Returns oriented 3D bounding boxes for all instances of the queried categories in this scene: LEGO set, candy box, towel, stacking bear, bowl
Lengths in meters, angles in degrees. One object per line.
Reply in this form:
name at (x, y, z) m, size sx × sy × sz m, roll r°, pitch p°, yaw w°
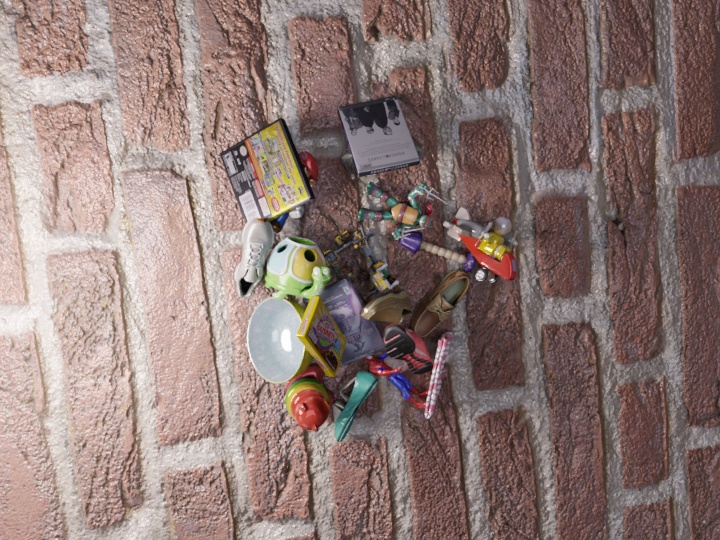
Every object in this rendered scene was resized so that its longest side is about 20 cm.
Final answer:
LEGO set at (0.000, 0.000, 1.406) m, size 0.153 × 0.116 × 0.201 m, roll -26°, pitch 98°, yaw -5°
candy box at (-0.085, 0.154, 1.332) m, size 0.026 × 0.200 × 0.103 m, roll 3°, pitch 56°, yaw 22°
towel at (0.194, 0.256, 1.443) m, size 0.030 × 0.146 × 0.201 m, roll 12°, pitch 94°, yaw 12°
stacking bear at (-0.120, 0.312, 1.375) m, size 0.113 × 0.200 × 0.122 m, roll -22°, pitch 98°, yaw -6°
bowl at (-0.167, 0.163, 1.391) m, size 0.107 × 0.200 × 0.201 m, roll 4°, pitch 96°, yaw -51°

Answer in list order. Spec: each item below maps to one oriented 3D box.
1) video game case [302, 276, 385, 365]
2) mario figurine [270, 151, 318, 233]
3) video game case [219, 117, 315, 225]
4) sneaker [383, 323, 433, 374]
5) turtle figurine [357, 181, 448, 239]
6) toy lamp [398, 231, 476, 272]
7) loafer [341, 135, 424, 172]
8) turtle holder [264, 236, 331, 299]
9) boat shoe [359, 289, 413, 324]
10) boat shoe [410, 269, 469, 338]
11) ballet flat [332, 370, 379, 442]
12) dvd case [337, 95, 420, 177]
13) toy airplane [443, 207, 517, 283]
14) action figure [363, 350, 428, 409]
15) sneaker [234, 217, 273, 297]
video game case at (-0.037, 0.127, 1.421) m, size 0.143 × 0.019 × 0.200 m, roll -25°, pitch 101°, yaw 31°
mario figurine at (-0.177, -0.193, 1.369) m, size 0.123 × 0.106 × 0.200 m, roll 32°, pitch 93°, yaw -20°
video game case at (-0.217, -0.219, 1.344) m, size 0.180 × 0.025 × 0.201 m, roll -24°, pitch 83°, yaw 21°
sneaker at (0.108, 0.177, 1.423) m, size 0.074 × 0.087 × 0.200 m, roll -26°, pitch 134°, yaw 16°
turtle figurine at (0.102, -0.140, 1.419) m, size 0.199 × 0.101 × 0.150 m, roll 17°, pitch 76°, yaw 6°
toy lamp at (0.192, -0.052, 1.461) m, size 0.199 × 0.058 × 0.058 m, roll 17°, pitch 93°, yaw -11°
loafer at (0.052, -0.287, 1.421) m, size 0.199 × 0.075 × 0.070 m, roll -7°, pitch 60°, yaw -4°
turtle holder at (-0.145, -0.001, 1.347) m, size 0.140 × 0.186 × 0.132 m, roll 11°, pitch 103°, yaw -11°
boat shoe at (0.074, 0.096, 1.387) m, size 0.072 × 0.200 × 0.076 m, roll -41°, pitch 76°, yaw 31°
boat shoe at (0.202, 0.082, 1.465) m, size 0.076 × 0.074 × 0.200 m, roll 36°, pitch 89°, yaw -9°
ballet flat at (-0.028, 0.332, 1.458) m, size 0.070 × 0.067 × 0.200 m, roll 32°, pitch 103°, yaw 11°
dvd case at (0.041, -0.320, 1.381) m, size 0.150 × 0.025 × 0.201 m, roll -13°, pitch 65°, yaw -7°
toy airplane at (0.298, -0.082, 1.401) m, size 0.199 × 0.200 × 0.141 m, roll 37°, pitch 116°, yaw -13°
action figure at (0.101, 0.253, 1.460) m, size 0.200 × 0.065 × 0.099 m, roll 35°, pitch 122°, yaw -9°
sneaker at (-0.244, -0.023, 1.347) m, size 0.075 × 0.092 × 0.201 m, roll 8°, pitch 122°, yaw -15°
